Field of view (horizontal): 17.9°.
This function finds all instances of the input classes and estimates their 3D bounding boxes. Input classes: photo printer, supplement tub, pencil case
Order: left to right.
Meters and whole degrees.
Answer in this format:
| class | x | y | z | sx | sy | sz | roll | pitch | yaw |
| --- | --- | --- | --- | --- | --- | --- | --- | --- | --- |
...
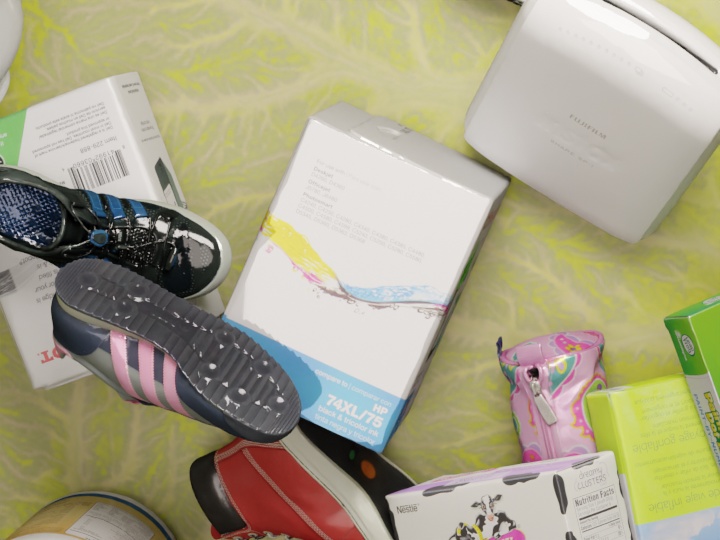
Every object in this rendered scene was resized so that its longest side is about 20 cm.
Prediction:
| class | x | y | z | sx | sy | sz | roll | pitch | yaw |
| --- | --- | --- | --- | --- | --- | --- | --- | --- | --- |
| supplement tub | -0.216 | 0.254 | 1.692 | 0.144 | 0.200 | 0.146 | 1 | 99 | 9 |
| pencil case | 0.154 | 0.143 | 1.678 | 0.087 | 0.087 | 0.201 | -9 | 98 | 10 |
| photo printer | 0.171 | -0.119 | 1.587 | 0.166 | 0.200 | 0.070 | 32 | 60 | 2 |

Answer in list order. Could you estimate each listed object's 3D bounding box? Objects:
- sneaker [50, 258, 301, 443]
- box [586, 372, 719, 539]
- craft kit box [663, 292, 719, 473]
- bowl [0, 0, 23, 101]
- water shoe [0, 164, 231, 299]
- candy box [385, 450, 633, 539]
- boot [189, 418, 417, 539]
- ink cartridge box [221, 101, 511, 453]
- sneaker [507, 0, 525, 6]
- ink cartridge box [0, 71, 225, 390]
| class | x | y | z | sx | sy | sz | roll | pitch | yaw |
| --- | --- | --- | --- | --- | --- | --- | --- | --- | --- |
| sneaker | -0.130 | 0.070 | 1.590 | 0.200 | 0.070 | 0.082 | 33 | 136 | 15 |
| box | 0.242 | 0.174 | 1.632 | 0.121 | 0.048 | 0.201 | -11 | 90 | -18 |
| craft kit box | 0.338 | 0.088 | 1.620 | 0.199 | 0.048 | 0.198 | -23 | 93 | -18 |
| bowl | -0.321 | -0.153 | 1.677 | 0.200 | 0.201 | 0.091 | -27 | 126 | 12 |
| water shoe | -0.192 | -0.020 | 1.625 | 0.199 | 0.079 | 0.072 | 14 | 100 | 5 |
| candy box | 0.119 | 0.240 | 1.626 | 0.167 | 0.071 | 0.201 | -14 | 89 | 44 |
| boot | -0.032 | 0.195 | 1.729 | 0.144 | 0.072 | 0.200 | -37 | 102 | 33 |
| ink cartridge box | 0.000 | 0.000 | 1.650 | 0.145 | 0.147 | 0.201 | 25 | 102 | 5 |
| sneaker | 0.153 | -0.213 | 1.634 | 0.199 | 0.074 | 0.080 | 26 | 99 | 4 |
| ink cartridge box | -0.206 | -0.030 | 1.709 | 0.145 | 0.084 | 0.201 | -19 | 95 | 10 |
